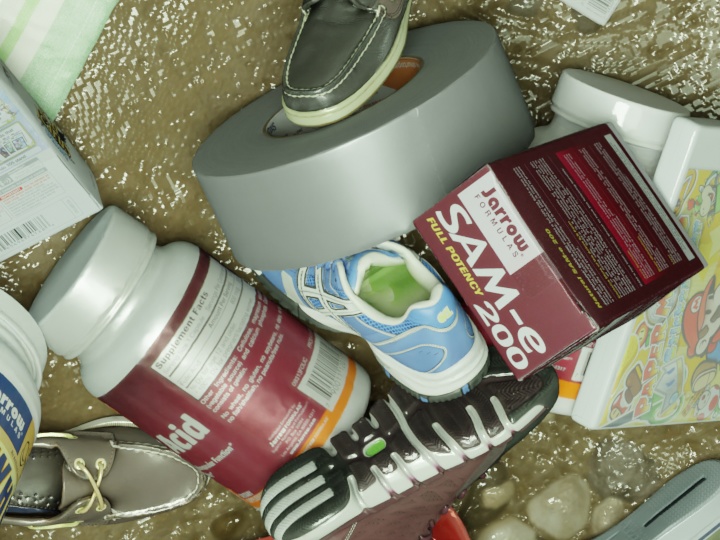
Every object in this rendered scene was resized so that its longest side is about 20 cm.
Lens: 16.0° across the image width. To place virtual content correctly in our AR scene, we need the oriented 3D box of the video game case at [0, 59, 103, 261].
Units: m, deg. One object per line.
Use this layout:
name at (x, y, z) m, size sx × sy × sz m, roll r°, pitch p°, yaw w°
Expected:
video game case at (-0.283, -0.053, 1.533) m, size 0.199 × 0.046 × 0.181 m, roll -27°, pitch 144°, yaw 6°

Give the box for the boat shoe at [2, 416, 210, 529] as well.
boat shoe at (-0.194, 0.134, 1.644) m, size 0.199 × 0.060 × 0.072 m, roll 3°, pitch 105°, yaw -7°

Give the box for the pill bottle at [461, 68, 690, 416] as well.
pill bottle at (0.135, -0.019, 1.610) m, size 0.113 × 0.113 × 0.201 m, roll 16°, pitch 103°, yaw -11°

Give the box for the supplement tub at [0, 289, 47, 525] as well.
supplement tub at (-0.272, 0.109, 1.509) m, size 0.144 × 0.200 × 0.145 m, roll 10°, pitch 141°, yaw 9°

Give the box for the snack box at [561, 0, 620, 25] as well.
snack box at (0.174, -0.256, 1.591) m, size 0.072 × 0.024 × 0.200 m, roll 30°, pitch 101°, yaw -13°

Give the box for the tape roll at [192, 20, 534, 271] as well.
tape roll at (0.002, -0.076, 1.533) m, size 0.200 × 0.200 × 0.066 m, roll -24°, pitch 109°, yaw 1°

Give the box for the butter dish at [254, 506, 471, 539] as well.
butter dish at (-0.006, 0.273, 1.647) m, size 0.199 × 0.148 × 0.201 m, roll -16°, pitch 107°, yaw 12°

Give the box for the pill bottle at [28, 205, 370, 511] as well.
pill bottle at (-0.103, 0.055, 1.604) m, size 0.200 × 0.114 × 0.114 m, roll 36°, pitch 99°, yaw -14°

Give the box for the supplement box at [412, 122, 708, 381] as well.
supplement box at (0.117, -0.014, 1.447) m, size 0.061 × 0.200 × 0.109 m, roll -37°, pitch 83°, yaw 25°

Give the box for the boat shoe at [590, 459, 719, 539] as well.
boat shoe at (0.181, 0.208, 1.704) m, size 0.200 × 0.072 × 0.062 m, roll -36°, pitch 112°, yaw 3°

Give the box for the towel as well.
towel at (-0.264, -0.162, 1.572) m, size 0.200 × 0.023 × 0.153 m, roll 28°, pitch 102°, yaw -15°

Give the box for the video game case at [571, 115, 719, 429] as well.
video game case at (0.221, 0.004, 1.614) m, size 0.182 × 0.023 × 0.201 m, roll 1°, pitch 112°, yaw -51°

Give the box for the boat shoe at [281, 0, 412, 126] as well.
boat shoe at (-0.001, -0.174, 1.513) m, size 0.072 × 0.201 × 0.066 m, roll 7°, pitch 143°, yaw 32°

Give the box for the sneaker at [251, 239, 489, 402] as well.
sneaker at (0.000, 0.000, 1.571) m, size 0.076 × 0.200 × 0.077 m, roll -44°, pitch 142°, yaw -21°

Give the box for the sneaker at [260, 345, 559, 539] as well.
sneaker at (0.041, 0.130, 1.580) m, size 0.199 × 0.076 × 0.116 m, roll -28°, pitch 136°, yaw -1°
